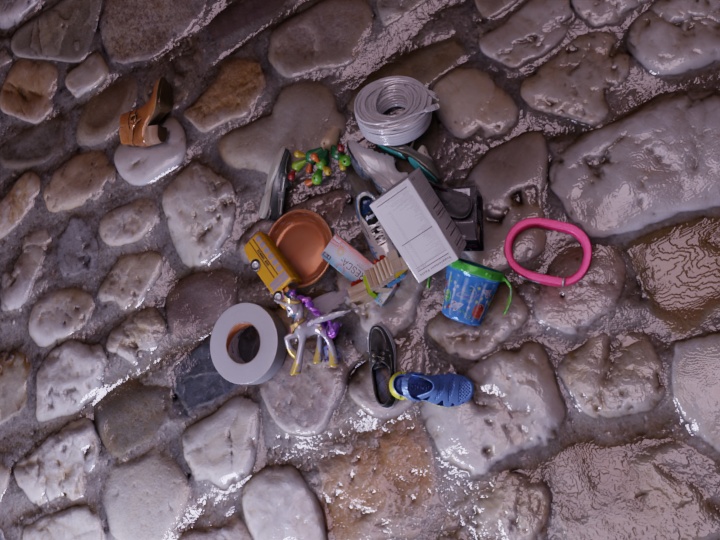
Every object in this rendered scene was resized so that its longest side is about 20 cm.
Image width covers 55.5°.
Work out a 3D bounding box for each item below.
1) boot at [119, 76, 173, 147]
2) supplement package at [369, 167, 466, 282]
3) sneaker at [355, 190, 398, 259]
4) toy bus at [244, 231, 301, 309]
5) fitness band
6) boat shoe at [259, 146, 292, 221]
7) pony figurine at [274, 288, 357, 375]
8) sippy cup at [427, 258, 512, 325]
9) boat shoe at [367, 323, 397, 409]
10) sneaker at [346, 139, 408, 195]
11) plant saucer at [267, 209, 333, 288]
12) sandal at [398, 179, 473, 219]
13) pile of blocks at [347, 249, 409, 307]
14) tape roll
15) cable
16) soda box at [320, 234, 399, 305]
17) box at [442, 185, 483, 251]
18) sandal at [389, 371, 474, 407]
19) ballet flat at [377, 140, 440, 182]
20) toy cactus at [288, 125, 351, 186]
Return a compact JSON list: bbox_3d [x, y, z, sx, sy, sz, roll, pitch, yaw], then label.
[{"bbox_3d":[-0.634,-0.463,2.002,0.151,0.073,0.206,1,78,24],"label":"boot"},{"bbox_3d":[0.127,-0.099,1.489,0.112,0.110,0.202,-30,97,26],"label":"supplement package"},{"bbox_3d":[0.036,-0.102,1.689,0.071,0.072,0.204,-26,74,12],"label":"sneaker"},{"bbox_3d":[-0.214,0.004,1.727,0.078,0.065,0.201,-41,69,7],"label":"toy bus"},{"bbox_3d":[0.424,-0.043,1.555,0.195,0.037,0.148,13,85,20],"label":"fitness band"},{"bbox_3d":[-0.216,-0.228,1.822,0.060,0.072,0.205,18,77,-21],"label":"boat shoe"},{"bbox_3d":[-0.105,0.132,1.654,0.188,0.167,0.206,-9,103,-11],"label":"pony figurine"},{"bbox_3d":[0.246,0.050,1.560,0.176,0.138,0.134,24,99,45],"label":"sippy cup"},{"bbox_3d":[0.052,0.225,1.631,0.067,0.056,0.206,-14,76,17],"label":"boat shoe"},{"bbox_3d":[0.041,-0.263,1.728,0.087,0.075,0.200,-40,71,-10],"label":"sneaker"},{"bbox_3d":[-0.155,-0.054,1.769,0.195,0.037,0.206,-4,80,20],"label":"plant saucer"},{"bbox_3d":[0.159,-0.169,1.546,0.196,0.048,0.077,14,84,21],"label":"sandal"},{"bbox_3d":[0.046,0.009,1.579,0.199,0.081,0.063,-37,62,34],"label":"pile of blocks"},{"bbox_3d":[-0.286,0.189,1.758,0.195,0.066,0.206,-4,78,19],"label":"tape roll"},{"bbox_3d":[0.083,-0.399,1.698,0.197,0.070,0.201,-30,53,-7],"label":"cable"},{"bbox_3d":[0.000,0.000,1.669,0.199,0.064,0.069,39,94,11],"label":"soda box"},{"bbox_3d":[0.187,-0.118,1.614,0.194,0.115,0.136,-2,78,18],"label":"box"},{"bbox_3d":[0.163,0.268,1.554,0.194,0.087,0.082,0,78,1],"label":"sandal"},{"bbox_3d":[0.128,-0.292,1.694,0.198,0.067,0.064,34,85,22],"label":"ballet flat"},{"bbox_3d":[-0.099,-0.302,1.761,0.197,0.102,0.168,-9,52,47],"label":"toy cactus"}]
